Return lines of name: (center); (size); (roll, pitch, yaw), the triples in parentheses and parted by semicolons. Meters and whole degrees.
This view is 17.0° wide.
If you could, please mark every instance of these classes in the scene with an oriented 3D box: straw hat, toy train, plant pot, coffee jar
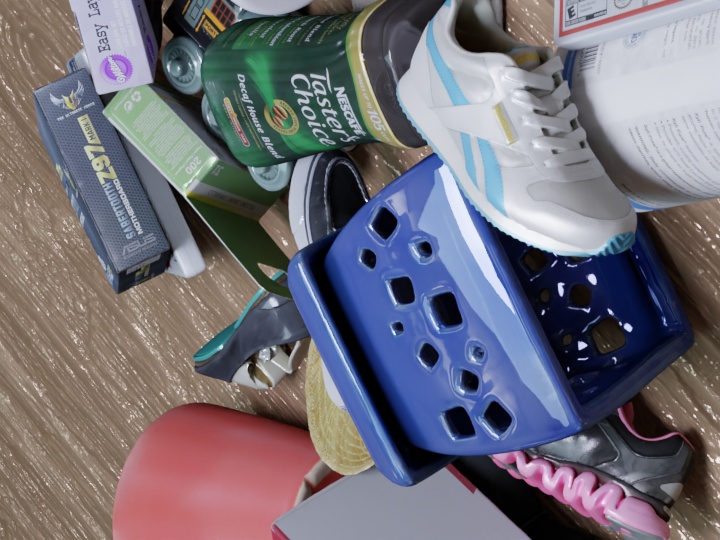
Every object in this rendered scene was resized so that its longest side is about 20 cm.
straw hat: (0.042, 0.061, 1.803); (0.201, 0.084, 0.203); (-33, 50, 52)
toy train: (-0.071, -0.150, 1.820); (0.200, 0.085, 0.114); (48, 133, 17)
plant pot: (0.078, 0.020, 1.600); (0.179, 0.200, 0.201); (-28, 89, 34)
plant pot: (-0.076, 0.212, 1.993); (0.176, 0.200, 0.202); (0, 114, 40)
coffee jar: (-0.012, -0.132, 1.671); (0.199, 0.085, 0.105); (-5, 116, 42)

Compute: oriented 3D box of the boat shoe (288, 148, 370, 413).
boat shoe: (0.000, 0.000, 1.727); (0.068, 0.071, 0.202); (-25, 68, 50)

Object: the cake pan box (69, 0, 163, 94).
cake pan box: (-0.194, -0.257, 1.811); (0.052, 0.185, 0.201); (-9, 121, 7)

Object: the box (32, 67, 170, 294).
box: (-0.209, -0.068, 1.939); (0.159, 0.051, 0.200); (65, 171, 2)

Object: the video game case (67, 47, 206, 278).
video game case: (-0.187, -0.090, 1.986); (0.201, 0.023, 0.182); (65, 171, -6)

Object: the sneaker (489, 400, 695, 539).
sneaker: (0.152, 0.116, 1.715); (0.199, 0.096, 0.079); (28, 174, 28)

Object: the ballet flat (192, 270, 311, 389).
ballet flat: (-0.083, 0.062, 1.980); (0.073, 0.073, 0.200); (57, 150, 5)

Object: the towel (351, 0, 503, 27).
towel: (0.043, -0.213, 1.673); (0.132, 0.034, 0.201); (29, 135, 39)

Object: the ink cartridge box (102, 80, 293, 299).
ink cartridge box: (-0.096, -0.060, 1.860); (0.048, 0.145, 0.200); (-48, 70, 9)

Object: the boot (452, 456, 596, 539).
boot: (0.120, 0.176, 1.809); (0.198, 0.073, 0.164); (-8, 108, 57)

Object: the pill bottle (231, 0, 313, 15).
pill bottle: (-0.098, -0.272, 1.722); (0.200, 0.111, 0.113); (44, 144, 47)

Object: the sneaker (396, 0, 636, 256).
sneaker: (0.096, -0.085, 1.439); (0.200, 0.076, 0.081); (48, 132, 31)

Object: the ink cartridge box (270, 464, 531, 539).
ink cartridge box: (0.037, 0.262, 1.799); (0.145, 0.144, 0.201); (41, 150, 38)

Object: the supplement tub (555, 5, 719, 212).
supplement tub: (0.219, -0.111, 1.438); (0.199, 0.131, 0.133); (-9, 106, 53)

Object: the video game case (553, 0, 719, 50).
video game case: (0.169, -0.241, 1.418); (0.142, 0.017, 0.202); (-11, 73, 52)
